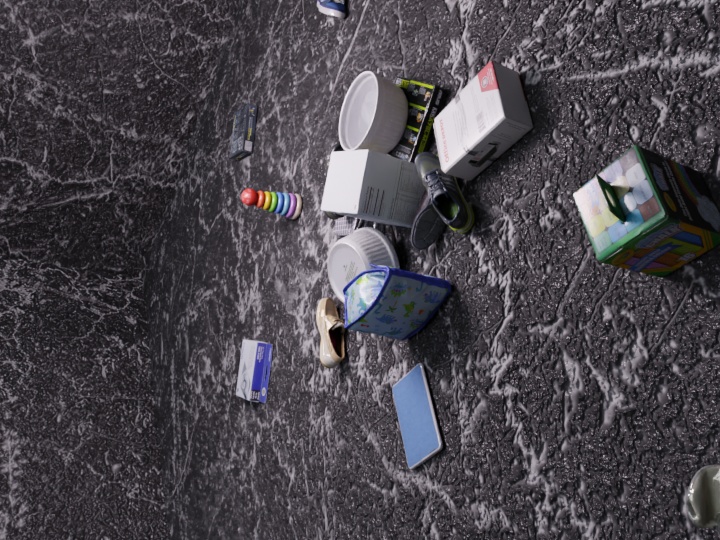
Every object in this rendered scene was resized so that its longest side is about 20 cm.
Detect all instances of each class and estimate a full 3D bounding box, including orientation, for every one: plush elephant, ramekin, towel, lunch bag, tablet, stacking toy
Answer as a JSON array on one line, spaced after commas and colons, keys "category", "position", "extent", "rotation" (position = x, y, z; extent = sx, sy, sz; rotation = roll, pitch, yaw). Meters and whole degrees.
[{"category": "plush elephant", "position": [0.477, 0.286, 0.775], "extent": [0.156, 0.163, 0.200], "rotation": [-58, 6, 10]}, {"category": "ramekin", "position": [0.035, -0.385, 1.695], "extent": [0.200, 0.104, 0.204], "rotation": [-31, 54, 54]}, {"category": "towel", "position": [-0.004, -0.179, 1.805], "extent": [0.165, 0.084, 0.204], "rotation": [0, 81, 60]}, {"category": "lunch bag", "position": [0.078, 0.058, 1.496], "extent": [0.200, 0.168, 0.129], "rotation": [-39, 47, 49]}, {"category": "tablet", "position": [0.124, 0.323, 1.503], "extent": [0.130, 0.013, 0.202], "rotation": [-49, 41, 42]}, {"category": "stacking toy", "position": [-0.292, -0.227, 2.200], "extent": [0.085, 0.197, 0.087], "rotation": [-25, 59, 53]}, {"category": "ramekin", "position": [0.000, 0.000, 1.670], "extent": [0.201, 0.093, 0.206], "rotation": [20, 116, 47]}]

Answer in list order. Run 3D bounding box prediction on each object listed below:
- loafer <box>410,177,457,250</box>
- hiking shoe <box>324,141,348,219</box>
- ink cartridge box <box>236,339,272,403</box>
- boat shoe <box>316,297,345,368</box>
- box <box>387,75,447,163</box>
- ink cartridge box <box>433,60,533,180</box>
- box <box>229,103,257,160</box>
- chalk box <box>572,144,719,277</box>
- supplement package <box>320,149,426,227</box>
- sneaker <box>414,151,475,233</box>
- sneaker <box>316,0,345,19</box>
[{"category": "loafer", "position": [0.166, -0.144, 1.537], "extent": [0.063, 0.071, 0.203], "rotation": [-126, 57, -76]}, {"category": "hiking shoe", "position": [-0.040, -0.234, 1.749], "extent": [0.100, 0.075, 0.204], "rotation": [2, 91, 54]}, {"category": "ink cartridge box", "position": [-0.366, 0.342, 2.311], "extent": [0.199, 0.040, 0.203], "rotation": [-5, 77, 59]}, {"category": "boat shoe", "position": [-0.072, 0.163, 1.843], "extent": [0.069, 0.073, 0.203], "rotation": [-29, 57, 39]}, {"category": "box", "position": [0.121, -0.376, 1.690], "extent": [0.200, 0.047, 0.196], "rotation": [40, 113, 57]}, {"category": "ink cartridge box", "position": [0.250, -0.306, 1.409], "extent": [0.200, 0.082, 0.149], "rotation": [-40, 48, 48]}, {"category": "box", "position": [-0.481, -0.567, 2.776], "extent": [0.157, 0.050, 0.204], "rotation": [-7, 76, 59]}, {"category": "chalk box", "position": [0.400, -0.084, 0.969], "extent": [0.124, 0.197, 0.127], "rotation": [-43, 46, 45]}, {"category": "supplement package", "position": [0.042, -0.192, 1.617], "extent": [0.190, 0.197, 0.150], "rotation": [14, 93, 59]}, {"category": "sneaker", "position": [0.174, -0.174, 1.443], "extent": [0.074, 0.081, 0.202], "rotation": [-37, 72, 19]}, {"category": "sneaker", "position": [-0.082, -0.899, 2.160], "extent": [0.201, 0.079, 0.148], "rotation": [-118, 43, -54]}]
